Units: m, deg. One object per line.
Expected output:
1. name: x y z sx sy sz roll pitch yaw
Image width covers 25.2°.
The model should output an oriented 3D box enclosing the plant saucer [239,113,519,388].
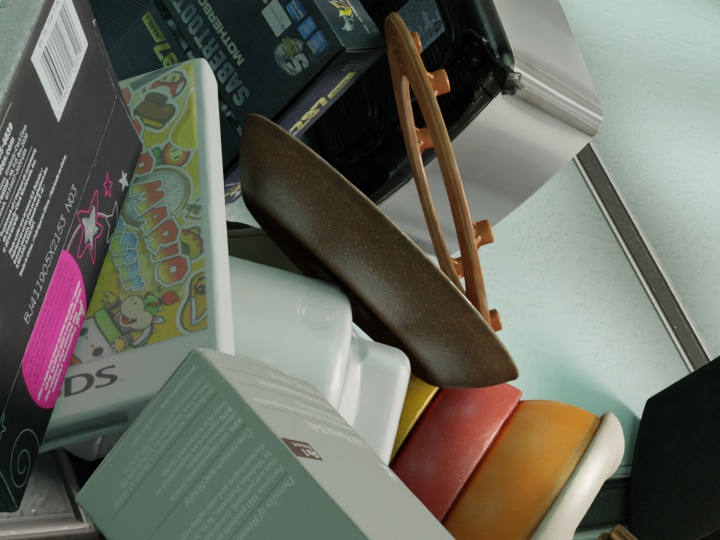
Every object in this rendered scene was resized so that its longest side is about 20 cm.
1. plant saucer: 0.000 0.000 0.855 0.200 0.037 0.200 43 -5 5

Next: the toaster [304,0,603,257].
1. toaster: 0.053 -0.124 1.095 0.118 0.181 0.202 19 42 -40

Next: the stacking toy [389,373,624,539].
1. stacking toy: 0.038 0.096 0.923 0.199 0.147 0.146 35 32 6

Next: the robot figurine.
1. robot figurine: -0.078 0.048 0.795 0.198 0.170 0.114 15 83 -10

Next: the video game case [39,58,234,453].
1. video game case: -0.149 -0.002 0.744 0.023 0.180 0.201 65 12 -47

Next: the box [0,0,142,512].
1. box: -0.182 -0.023 0.664 0.133 0.113 0.202 76 21 -51

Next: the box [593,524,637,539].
1. box: 0.197 0.253 0.897 0.163 0.021 0.202 -144 -151 -82

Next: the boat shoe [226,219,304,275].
1. boat shoe: -0.112 -0.007 0.906 0.199 0.057 0.068 10 82 -40

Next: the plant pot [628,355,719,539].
1. plant pot: 0.295 0.173 1.086 0.200 0.199 0.178 45 44 -6

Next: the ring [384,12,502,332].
1. ring: 0.049 -0.049 0.917 0.200 0.019 0.203 164 -90 -88

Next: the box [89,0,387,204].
1. box: -0.095 -0.163 0.979 0.051 0.157 0.201 -14 68 -54

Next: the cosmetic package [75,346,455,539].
1. cosmetic package: -0.005 0.130 0.614 0.200 0.090 0.107 41 6 26
